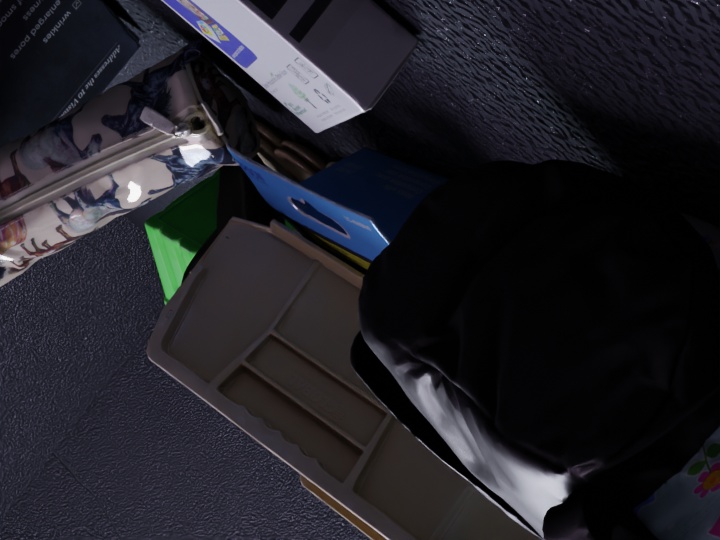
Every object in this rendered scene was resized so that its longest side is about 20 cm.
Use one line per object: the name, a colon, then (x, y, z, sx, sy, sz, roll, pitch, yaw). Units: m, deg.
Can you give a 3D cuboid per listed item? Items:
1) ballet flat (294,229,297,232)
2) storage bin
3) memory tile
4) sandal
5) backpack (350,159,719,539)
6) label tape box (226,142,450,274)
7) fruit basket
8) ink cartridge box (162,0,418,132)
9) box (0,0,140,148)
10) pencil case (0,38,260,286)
ballet flat: (0.000, 0.000, 0.866, 0.199, 0.067, 0.063, 27, 140, 43)
storage bin: (0.014, 0.085, 0.707, 0.198, 0.094, 0.200, 31, 169, 32)
memory tile: (0.010, -0.024, 0.905, 0.153, 0.017, 0.200, 31, 169, 49)
sandal: (-0.077, 0.006, 0.838, 0.076, 0.048, 0.202, 57, -160, -34)
backpack: (0.109, 0.058, 0.464, 0.200, 0.127, 0.167, 41, -176, -34)
label tape box: (0.042, -0.004, 0.672, 0.200, 0.066, 0.143, 46, 169, -35)
fruit basket: (-0.061, 0.024, 1.127, 0.216, 0.155, 0.216, 48, 164, 19)
ink cartridge box: (-0.073, -0.132, 0.527, 0.199, 0.039, 0.099, 38, 174, -12)
box: (-0.274, -0.140, 0.844, 0.124, 0.201, 0.197, 35, 173, 31)
pencil case: (-0.161, -0.060, 0.809, 0.079, 0.198, 0.089, 65, -170, 1)
